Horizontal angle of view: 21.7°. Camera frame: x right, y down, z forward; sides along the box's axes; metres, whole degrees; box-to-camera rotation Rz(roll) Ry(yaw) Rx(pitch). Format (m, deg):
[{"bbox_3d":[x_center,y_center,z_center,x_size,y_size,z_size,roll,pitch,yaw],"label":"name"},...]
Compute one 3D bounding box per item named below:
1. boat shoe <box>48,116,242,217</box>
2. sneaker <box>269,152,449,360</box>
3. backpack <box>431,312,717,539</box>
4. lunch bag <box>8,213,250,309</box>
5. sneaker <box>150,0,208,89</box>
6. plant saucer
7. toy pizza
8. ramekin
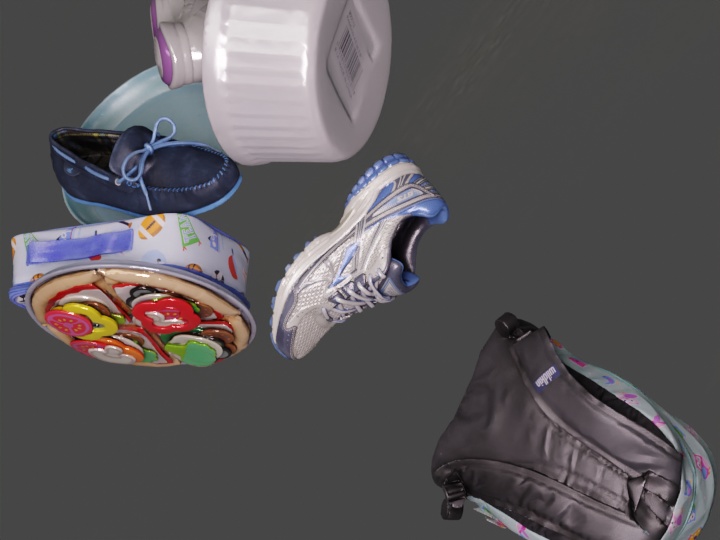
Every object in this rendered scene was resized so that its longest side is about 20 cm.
[{"bbox_3d":[-0.198,-0.089,1.635,0.199,0.069,0.084,1,42,30],"label":"boat shoe"},{"bbox_3d":[0.000,0.000,1.591,0.085,0.077,0.200,39,97,27],"label":"sneaker"},{"bbox_3d":[0.171,0.141,1.428,0.199,0.126,0.168,27,102,31],"label":"backpack"},{"bbox_3d":[-0.207,0.005,1.653,0.199,0.160,0.076,-9,72,26],"label":"lunch bag"},{"bbox_3d":[-0.139,-0.211,1.700,0.099,0.075,0.200,-9,25,-6],"label":"sneaker"},{"bbox_3d":[-0.181,-0.109,1.716,0.199,0.027,0.201,-16,49,19],"label":"plant saucer"},{"bbox_3d":[-0.188,0.047,1.607,0.199,0.200,0.032,-9,61,27],"label":"toy pizza"},{"bbox_3d":[-0.048,-0.186,1.600,0.097,0.200,0.202,7,80,23],"label":"ramekin"}]
